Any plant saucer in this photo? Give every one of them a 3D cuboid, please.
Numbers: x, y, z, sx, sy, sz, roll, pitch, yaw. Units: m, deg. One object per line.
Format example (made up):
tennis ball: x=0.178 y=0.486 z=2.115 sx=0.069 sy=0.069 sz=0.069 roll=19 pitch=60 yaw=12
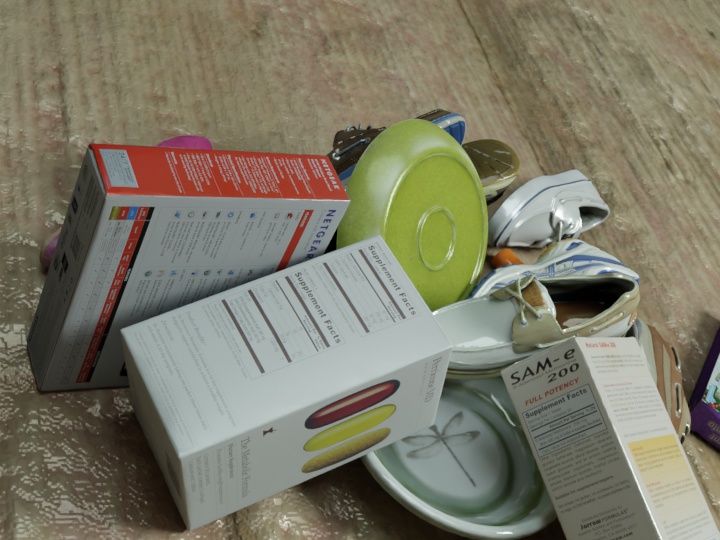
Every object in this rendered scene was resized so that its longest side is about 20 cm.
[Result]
plant saucer: x=0.072 y=0.136 z=0.901 sx=0.200 sy=0.050 sz=0.200 roll=16 pitch=41 yaw=-14
plant saucer: x=0.055 y=-0.028 z=0.968 sx=0.031 sy=0.200 sz=0.200 roll=9 pitch=24 yaw=39

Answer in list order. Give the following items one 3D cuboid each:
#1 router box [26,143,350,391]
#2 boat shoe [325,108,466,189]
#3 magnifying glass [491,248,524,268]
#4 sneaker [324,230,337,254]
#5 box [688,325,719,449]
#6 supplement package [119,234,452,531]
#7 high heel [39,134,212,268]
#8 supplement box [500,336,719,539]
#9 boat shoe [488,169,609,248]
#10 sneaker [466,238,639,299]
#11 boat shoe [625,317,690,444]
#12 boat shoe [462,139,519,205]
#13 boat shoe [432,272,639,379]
router box: x=-0.127 y=0.003 z=0.809 sx=0.179 sy=0.200 sz=0.049 roll=0 pitch=47 yaw=-33
boat shoe: x=0.004 y=-0.097 z=1.014 sx=0.200 sy=0.072 sz=0.072 roll=-32 pitch=56 yaw=-20
magnifying glass: x=0.200 y=0.055 z=1.091 sx=0.080 sy=0.022 sz=0.200 roll=-20 pitch=61 yaw=-42
sneaker: x=0.000 y=0.000 z=0.972 sx=0.200 sy=0.090 sz=0.078 roll=-9 pitch=52 yaw=-38
box: x=0.407 y=0.125 z=1.121 sx=0.137 sy=0.039 sz=0.200 roll=35 pitch=39 yaw=8
supplement package: x=-0.052 y=0.077 z=0.795 sx=0.200 sy=0.114 sz=0.110 roll=-21 pitch=58 yaw=-19
high heel: x=-0.163 y=-0.042 z=0.931 sx=0.096 sy=0.067 sz=0.200 roll=28 pitch=43 yaw=17
supplement box: x=0.198 y=0.154 z=0.869 sx=0.126 sy=0.073 sz=0.200 roll=7 pitch=59 yaw=-56
boat shoe: x=0.198 y=-0.056 z=1.162 sx=0.065 sy=0.074 sz=0.200 roll=45 pitch=40 yaw=18
sneaker: x=0.172 y=0.031 z=1.017 sx=0.200 sy=0.075 sz=0.088 roll=-31 pitch=39 yaw=-32
boat shoe: x=0.257 y=0.131 z=0.988 sx=0.072 sy=0.076 sz=0.200 roll=21 pitch=53 yaw=-20
boat shoe: x=0.059 y=-0.070 z=1.093 sx=0.200 sy=0.065 sz=0.073 roll=-12 pitch=51 yaw=-14
boat shoe: x=0.137 y=0.036 z=0.932 sx=0.200 sy=0.068 sz=0.075 roll=-10 pitch=53 yaw=-20
